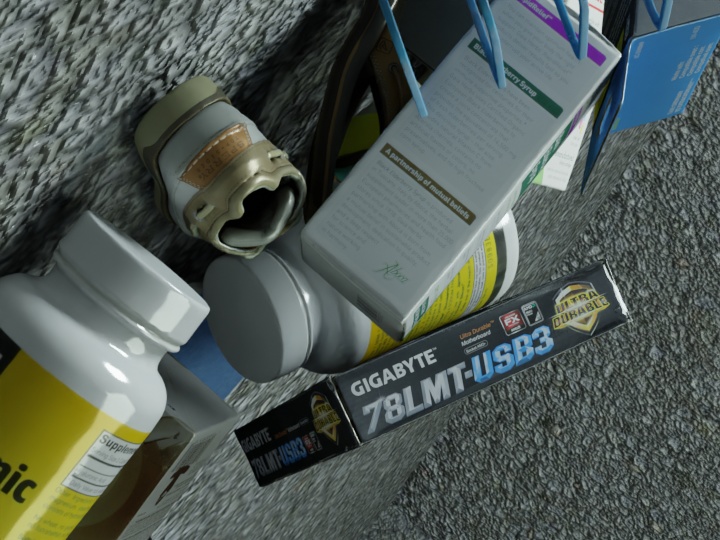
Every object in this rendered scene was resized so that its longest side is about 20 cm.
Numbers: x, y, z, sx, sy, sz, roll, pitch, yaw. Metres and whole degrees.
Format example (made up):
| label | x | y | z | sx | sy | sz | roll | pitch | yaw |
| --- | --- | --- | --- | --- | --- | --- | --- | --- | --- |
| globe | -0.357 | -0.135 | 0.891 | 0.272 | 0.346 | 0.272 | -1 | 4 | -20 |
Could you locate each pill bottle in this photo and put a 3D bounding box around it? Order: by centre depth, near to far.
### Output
| label | x | y | z | sx | sy | sz | roll | pitch | yaw |
| --- | --- | --- | --- | --- | --- | --- | --- | --- | --- |
| pill bottle | -0.169 | 0.072 | 0.820 | 0.200 | 0.111 | 0.111 | -52 | 170 | -1 |
| pill bottle | 0.000 | 0.000 | 1.065 | 0.199 | 0.113 | 0.113 | -23 | 155 | -35 |

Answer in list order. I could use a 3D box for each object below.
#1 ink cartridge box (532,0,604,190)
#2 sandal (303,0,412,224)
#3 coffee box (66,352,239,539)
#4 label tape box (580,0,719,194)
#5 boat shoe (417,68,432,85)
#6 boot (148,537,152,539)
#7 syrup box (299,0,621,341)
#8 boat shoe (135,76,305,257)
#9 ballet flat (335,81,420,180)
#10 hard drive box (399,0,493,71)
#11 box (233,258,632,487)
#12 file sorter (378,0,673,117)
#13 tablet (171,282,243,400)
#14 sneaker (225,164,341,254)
| label | x | y | z | sx | sy | sz | roll | pitch | yaw |
| --- | --- | --- | --- | --- | --- | --- | --- | --- | --- |
| ink cartridge box | 0.138 | -0.169 | 1.210 | 0.117 | 0.067 | 0.201 | 5 | 104 | -62 |
| sandal | 0.014 | -0.118 | 0.968 | 0.082 | 0.054 | 0.201 | 102 | 10 | -76 |
| coffee box | -0.182 | 0.131 | 0.964 | 0.200 | 0.114 | 0.080 | -52 | 170 | 13 |
| label tape box | 0.186 | -0.159 | 0.992 | 0.144 | 0.063 | 0.201 | 94 | 4 | -72 |
| boat shoe | 0.076 | -0.132 | 1.281 | 0.200 | 0.068 | 0.075 | -45 | 167 | -35 |
| boot | -0.243 | 0.226 | 1.125 | 0.157 | 0.080 | 0.211 | -36 | 154 | 5 |
| syrup box | 0.057 | -0.064 | 0.930 | 0.200 | 0.081 | 0.079 | -49 | 174 | -9 |
| boat shoe | -0.071 | -0.041 | 0.903 | 0.075 | 0.068 | 0.200 | -42 | 168 | 0 |
| ballet flat | 0.054 | -0.110 | 1.146 | 0.199 | 0.068 | 0.067 | -9 | 172 | 27 |
| hard drive box | 0.108 | -0.234 | 1.049 | 0.200 | 0.077 | 0.156 | -56 | 168 | 29 |
| box | 0.039 | 0.067 | 1.013 | 0.199 | 0.050 | 0.198 | -23 | 174 | -23 |
| file sorter | 0.095 | -0.176 | 0.832 | 0.199 | 0.123 | 0.139 | -19 | 170 | 4 |
| tablet | -0.134 | 0.082 | 1.119 | 0.200 | 0.014 | 0.130 | -49 | 150 | 22 |
| sneaker | -0.073 | 0.013 | 1.170 | 0.092 | 0.076 | 0.201 | -32 | 152 | -39 |
